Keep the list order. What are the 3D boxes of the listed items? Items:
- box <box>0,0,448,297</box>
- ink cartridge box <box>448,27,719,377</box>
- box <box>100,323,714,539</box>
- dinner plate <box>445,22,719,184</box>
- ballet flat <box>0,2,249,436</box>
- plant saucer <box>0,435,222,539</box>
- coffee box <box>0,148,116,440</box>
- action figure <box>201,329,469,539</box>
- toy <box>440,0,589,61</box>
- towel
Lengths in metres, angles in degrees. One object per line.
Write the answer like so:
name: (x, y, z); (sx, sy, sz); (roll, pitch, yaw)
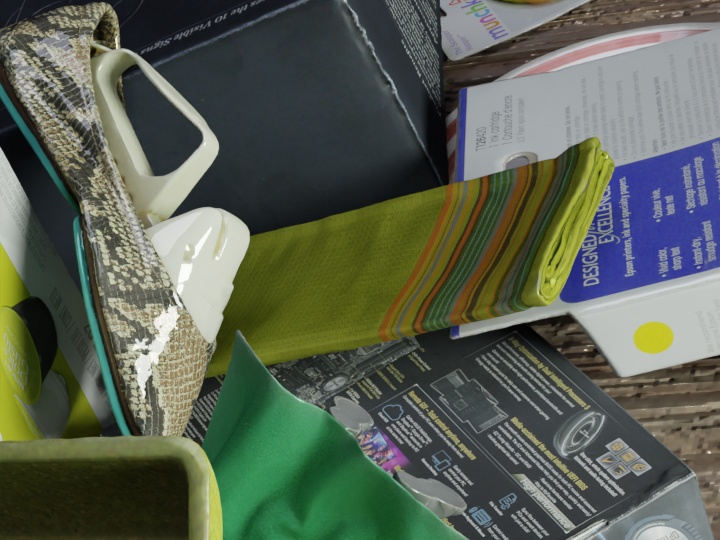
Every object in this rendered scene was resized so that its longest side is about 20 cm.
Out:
box: (-0.072, -0.090, 1.006); (0.200, 0.124, 0.197); (-21, 30, 15)
ink cartridge box: (0.138, -0.036, 0.852); (0.200, 0.047, 0.198); (-15, 30, 14)
box: (0.010, 0.081, 0.799); (0.160, 0.044, 0.200); (-29, 33, -12)
dinner plate: (0.115, -0.046, 0.946); (0.200, 0.024, 0.200); (-16, 32, 10)
ballet flat: (-0.087, -0.027, 0.845); (0.075, 0.068, 0.200); (-25, 62, 3)
plant saucer: (-0.113, 0.152, 0.660); (0.200, 0.200, 0.048); (-4, -7, 32)
coffee box: (-0.245, 0.048, 0.838); (0.200, 0.200, 0.198); (1, 43, 30)
action figure: (-0.049, 0.133, 0.678); (0.118, 0.055, 0.200); (43, 103, 25)
toy: (0.116, -0.187, 1.130); (0.200, 0.047, 0.115); (-23, 31, -3)
towel: (0.000, 0.000, 0.837); (0.200, 0.018, 0.086); (-13, 32, 35)
